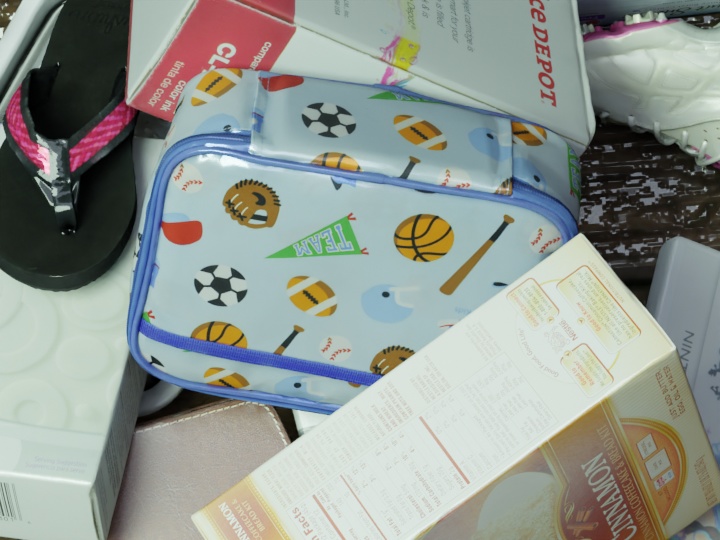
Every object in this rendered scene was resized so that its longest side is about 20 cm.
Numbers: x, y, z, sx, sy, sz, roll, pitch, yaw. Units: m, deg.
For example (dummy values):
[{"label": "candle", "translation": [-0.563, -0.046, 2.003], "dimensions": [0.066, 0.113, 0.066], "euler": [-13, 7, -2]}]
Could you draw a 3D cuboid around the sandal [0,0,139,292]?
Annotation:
[{"label": "sandal", "translation": [-0.136, -0.075, 1.154], "dimensions": [0.074, 0.045, 0.201], "euler": [5, 51, 5]}]

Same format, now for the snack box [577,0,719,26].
[{"label": "snack box", "translation": [0.157, -0.204, 1.255], "dimensions": [0.198, 0.053, 0.144], "euler": [-7, 78, 3]}]

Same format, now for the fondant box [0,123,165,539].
[{"label": "fondant box", "translation": [-0.170, 0.024, 1.143], "dimensions": [0.143, 0.058, 0.201], "euler": [6, 52, 6]}]

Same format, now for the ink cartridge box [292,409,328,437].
[{"label": "ink cartridge box", "translation": [0.046, 0.088, 1.180], "dimensions": [0.143, 0.084, 0.202], "euler": [-15, 76, 0]}]

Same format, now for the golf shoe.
[{"label": "golf shoe", "translation": [0.164, -0.087, 1.220], "dimensions": [0.198, 0.075, 0.092], "euler": [-7, 93, 10]}]

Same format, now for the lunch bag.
[{"label": "lunch bag", "translation": [0.000, 0.000, 1.078], "dimensions": [0.198, 0.161, 0.076], "euler": [12, 38, -4]}]

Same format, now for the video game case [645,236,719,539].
[{"label": "video game case", "translation": [0.214, 0.100, 1.150], "dimensions": [0.199, 0.024, 0.183], "euler": [21, 67, -10]}]

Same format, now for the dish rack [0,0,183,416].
[{"label": "dish rack", "translation": [-0.128, -0.039, 1.244], "dimensions": [0.171, 0.044, 0.201], "euler": [26, 80, 10]}]

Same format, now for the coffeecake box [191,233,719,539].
[{"label": "coffeecake box", "translation": [0.047, 0.100, 1.039], "dimensions": [0.199, 0.154, 0.073], "euler": [-36, 58, -3]}]

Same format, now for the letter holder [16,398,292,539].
[{"label": "letter holder", "translation": [-0.074, 0.175, 1.163], "dimensions": [0.141, 0.101, 0.202], "euler": [-16, 77, -2]}]

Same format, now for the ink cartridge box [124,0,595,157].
[{"label": "ink cartridge box", "translation": [-0.001, -0.113, 1.131], "dimensions": [0.199, 0.083, 0.146], "euler": [21, 41, -22]}]
